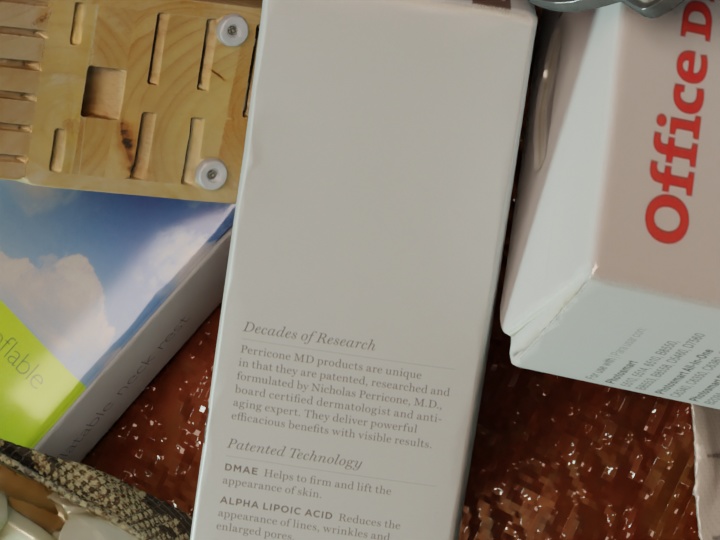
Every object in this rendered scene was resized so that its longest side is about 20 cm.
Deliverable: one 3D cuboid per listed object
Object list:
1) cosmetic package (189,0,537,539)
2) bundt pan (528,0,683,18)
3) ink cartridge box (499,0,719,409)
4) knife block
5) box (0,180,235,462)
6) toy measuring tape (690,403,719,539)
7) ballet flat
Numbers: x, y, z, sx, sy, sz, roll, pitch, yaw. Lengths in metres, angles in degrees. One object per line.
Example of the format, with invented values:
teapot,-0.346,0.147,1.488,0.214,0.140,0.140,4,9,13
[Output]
cosmetic package,0.000,0.000,0.888,0.081,0.113,0.201,7,106,-1
bundt pan,0.079,-0.171,0.784,0.202,0.076,0.202,-24,48,30
ink cartridge box,0.152,-0.032,0.842,0.199,0.084,0.146,11,71,-10
knife block,-0.143,-0.080,0.967,0.199,0.176,0.064,5,104,-23
box,-0.119,-0.002,1.003,0.122,0.048,0.200,44,96,18
toy measuring tape,0.121,0.012,0.907,0.073,0.074,0.201,-10,76,17
ballet flat,-0.121,0.082,0.935,0.200,0.075,0.068,30,100,-9
